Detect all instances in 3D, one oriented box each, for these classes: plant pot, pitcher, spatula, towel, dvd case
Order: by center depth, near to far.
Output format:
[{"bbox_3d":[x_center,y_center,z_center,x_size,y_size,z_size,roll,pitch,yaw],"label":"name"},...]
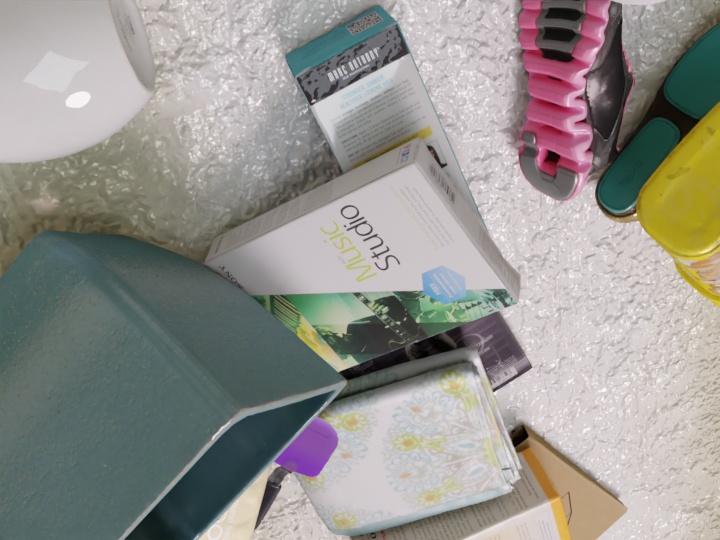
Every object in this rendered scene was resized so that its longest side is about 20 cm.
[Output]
[{"bbox_3d":[-0.240,-0.142,0.616,0.199,0.121,0.172,-15,119,4],"label":"pitcher"},{"bbox_3d":[-0.167,0.080,0.715,0.196,0.200,0.196,-46,166,13],"label":"plant pot"},{"bbox_3d":[-0.074,0.186,0.907,0.056,0.021,0.200,25,137,-5],"label":"spatula"},{"bbox_3d":[0.053,0.062,0.909,0.148,0.016,0.200,-33,127,4],"label":"dvd case"},{"bbox_3d":[0.035,0.158,0.927,0.199,0.048,0.172,-18,126,7],"label":"towel"}]

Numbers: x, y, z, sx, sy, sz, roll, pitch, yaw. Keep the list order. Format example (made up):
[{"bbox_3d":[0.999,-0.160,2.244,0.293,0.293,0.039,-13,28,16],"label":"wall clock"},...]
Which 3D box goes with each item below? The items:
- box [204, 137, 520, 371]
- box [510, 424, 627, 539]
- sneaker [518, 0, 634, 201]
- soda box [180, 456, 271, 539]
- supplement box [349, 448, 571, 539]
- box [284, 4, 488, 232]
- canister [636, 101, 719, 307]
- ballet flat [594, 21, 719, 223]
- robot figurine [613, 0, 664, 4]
[{"bbox_3d":[0.000,0.000,0.774,0.199,0.036,0.144,-23,121,31],"label":"box"},{"bbox_3d":[0.170,0.261,1.078,0.163,0.021,0.200,-44,125,11],"label":"box"},{"bbox_3d":[0.176,-0.157,0.789,0.095,0.079,0.201,-24,131,-32],"label":"sneaker"},{"bbox_3d":[-0.120,0.170,0.847,0.067,0.064,0.201,12,96,-29],"label":"soda box"},{"bbox_3d":[0.103,0.274,1.003,0.199,0.074,0.126,-23,127,-3],"label":"supplement box"},{"bbox_3d":[0.024,-0.088,0.770,0.082,0.049,0.201,-27,122,1],"label":"box"},{"bbox_3d":[0.308,-0.054,0.830,0.149,0.087,0.200,-49,152,11],"label":"canister"},{"bbox_3d":[0.271,-0.122,0.845,0.070,0.071,0.200,25,110,-31],"label":"ballet flat"},{"bbox_3d":[0.197,-0.250,0.666,0.200,0.169,0.113,-52,132,-33],"label":"robot figurine"}]
